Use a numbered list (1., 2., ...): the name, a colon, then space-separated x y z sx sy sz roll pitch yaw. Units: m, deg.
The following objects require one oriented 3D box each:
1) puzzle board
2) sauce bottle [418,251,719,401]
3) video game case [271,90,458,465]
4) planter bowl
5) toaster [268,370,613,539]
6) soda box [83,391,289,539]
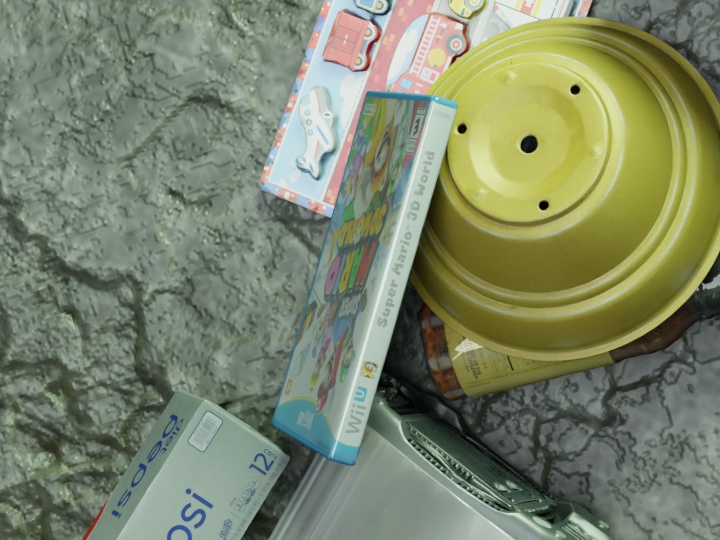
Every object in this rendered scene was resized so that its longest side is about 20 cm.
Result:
1. puzzle board: 0.040 -0.115 1.640 0.150 0.017 0.201 22 97 14
2. sauce bottle: 0.134 0.022 1.595 0.199 0.066 0.067 -14 87 12
3. video game case: 0.000 0.000 1.569 0.018 0.143 0.201 16 91 -16
4. planter bowl: 0.100 -0.058 1.548 0.199 0.083 0.202 -5 73 17
5. toaster: 0.033 0.153 1.596 0.200 0.114 0.130 36 102 18
6. soda box: -0.125 0.171 1.616 0.063 0.068 0.201 34 83 -16
